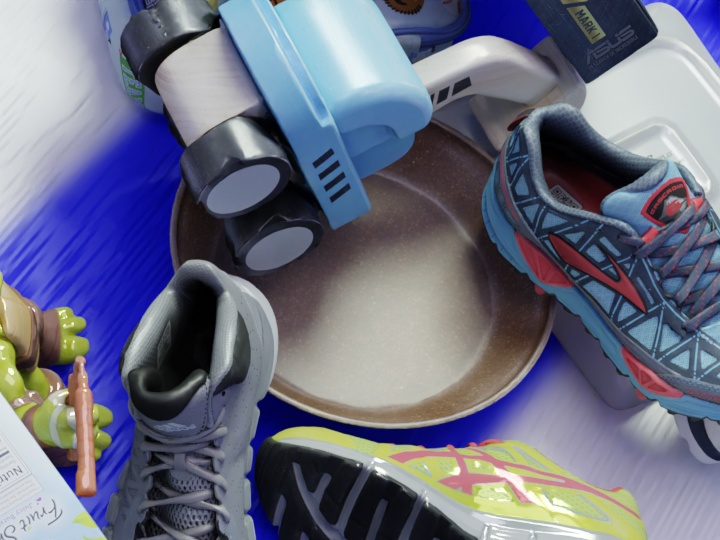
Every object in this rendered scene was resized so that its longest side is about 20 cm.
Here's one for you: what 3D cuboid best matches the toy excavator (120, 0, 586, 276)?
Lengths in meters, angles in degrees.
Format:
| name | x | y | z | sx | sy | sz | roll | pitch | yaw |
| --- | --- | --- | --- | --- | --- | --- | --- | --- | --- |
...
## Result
| name | x | y | z | sx | sy | sz | roll | pitch | yaw |
| --- | --- | --- | --- | --- | --- | --- | --- | --- | --- |
| toy excavator | 0.010 | -0.083 | 0.971 | 0.200 | 0.195 | 0.100 | -27 | 64 | 1 |

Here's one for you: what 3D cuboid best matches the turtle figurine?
| name | x | y | z | sx | sy | sz | roll | pitch | yaw |
| --- | --- | --- | --- | --- | --- | --- | --- | --- | --- |
| turtle figurine | -0.155 | 0.037 | 0.871 | 0.064 | 0.161 | 0.200 | -31 | 66 | -5 |

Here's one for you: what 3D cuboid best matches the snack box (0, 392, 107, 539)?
| name | x | y | z | sx | sy | sz | roll | pitch | yaw |
| --- | --- | --- | --- | --- | --- | --- | --- | --- | --- |
| snack box | -0.195 | 0.081 | 0.831 | 0.068 | 0.169 | 0.200 | -33 | 75 | -27 |

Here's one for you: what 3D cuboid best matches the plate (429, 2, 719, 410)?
| name | x | y | z | sx | sy | sz | roll | pitch | yaw |
| --- | --- | --- | --- | --- | --- | --- | --- | --- | --- |
| plate | 0.158 | -0.047 | 1.089 | 0.199 | 0.032 | 0.200 | -27 | 73 | -28 |

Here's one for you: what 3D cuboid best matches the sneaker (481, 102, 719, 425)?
| name | x | y | z | sx | sy | sz | roll | pitch | yaw |
| --- | --- | --- | --- | --- | --- | --- | --- | --- | --- |
| sneaker | 0.139 | -0.006 | 0.958 | 0.200 | 0.096 | 0.079 | 38 | 60 | 20 |

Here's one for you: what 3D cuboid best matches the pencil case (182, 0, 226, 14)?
| name | x | y | z | sx | sy | sz | roll | pitch | yaw |
| --- | --- | --- | --- | --- | --- | --- | --- | --- | --- |
| pencil case | -0.035 | -0.212 | 0.947 | 0.083 | 0.200 | 0.091 | 43 | 8 | -31 |

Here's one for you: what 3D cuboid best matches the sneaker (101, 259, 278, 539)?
| name | x | y | z | sx | sy | sz | roll | pitch | yaw |
| --- | --- | --- | --- | --- | --- | --- | --- | --- | --- |
| sneaker | -0.084 | 0.089 | 0.867 | 0.075 | 0.116 | 0.201 | 3 | 77 | 6 |

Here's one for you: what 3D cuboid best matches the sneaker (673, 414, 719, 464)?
| name | x | y | z | sx | sy | sz | roll | pitch | yaw |
| --- | --- | --- | --- | --- | --- | --- | --- | --- | --- |
| sneaker | 0.244 | 0.024 | 1.033 | 0.076 | 0.080 | 0.200 | 47 | 61 | -21 |

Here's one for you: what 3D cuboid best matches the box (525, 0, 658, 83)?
| name | x | y | z | sx | sy | sz | roll | pitch | yaw |
| --- | --- | --- | --- | --- | --- | --- | --- | --- | --- |
| box | 0.077 | -0.208 | 1.045 | 0.158 | 0.051 | 0.200 | 48 | 14 | -29 |

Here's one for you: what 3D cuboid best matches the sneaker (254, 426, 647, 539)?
| name | x | y | z | sx | sy | sz | roll | pitch | yaw |
| --- | --- | --- | --- | --- | --- | --- | --- | --- | --- |
| sneaker | 0.047 | 0.115 | 0.949 | 0.200 | 0.078 | 0.090 | 20 | 35 | -1 |

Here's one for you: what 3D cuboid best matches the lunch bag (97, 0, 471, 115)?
| name | x | y | z | sx | sy | sz | roll | pitch | yaw |
| --- | --- | --- | --- | --- | --- | --- | --- | --- | --- |
| lunch bag | -0.050 | -0.165 | 1.068 | 0.200 | 0.076 | 0.161 | -3 | 61 | -20 |

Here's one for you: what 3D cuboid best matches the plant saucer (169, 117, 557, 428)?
| name | x | y | z | sx | sy | sz | roll | pitch | yaw |
| --- | --- | --- | --- | --- | --- | --- | --- | --- | --- |
| plant saucer | 0.000 | 0.000 | 1.005 | 0.200 | 0.037 | 0.201 | 7 | 55 | -11 |
